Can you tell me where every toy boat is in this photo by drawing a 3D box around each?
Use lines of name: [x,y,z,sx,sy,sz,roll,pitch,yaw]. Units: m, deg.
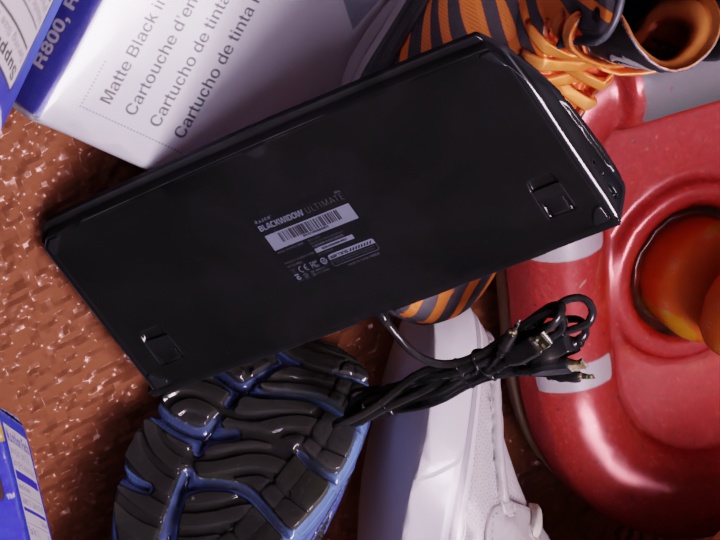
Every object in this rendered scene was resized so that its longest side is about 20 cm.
toy boat: [0.126,0.007,0.976,0.130,0.131,0.201,-17,117,-20]

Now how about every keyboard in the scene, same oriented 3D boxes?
keyboard: [0.000,0.000,0.893,0.127,0.199,0.021,54,37,-22]

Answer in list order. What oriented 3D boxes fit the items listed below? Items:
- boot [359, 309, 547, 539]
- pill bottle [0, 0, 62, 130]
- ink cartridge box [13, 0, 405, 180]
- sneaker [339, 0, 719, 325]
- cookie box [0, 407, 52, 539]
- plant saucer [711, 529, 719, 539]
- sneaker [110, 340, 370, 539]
boot: [0.052,0.113,0.980,0.095,0.074,0.201,5,90,-15]
pill bottle: [-0.139,-0.087,0.766,0.112,0.112,0.201,39,62,-34]
ink cartridge box: [-0.031,-0.124,0.894,0.199,0.041,0.200,23,99,-32]
sneaker: [0.058,-0.064,0.874,0.077,0.112,0.201,4,110,-34]
cookie box: [-0.166,0.158,0.845,0.170,0.075,0.201,-15,81,-4]
plant saucer: [0.125,0.173,0.983,0.200,0.032,0.201,-50,149,-47]
sneaker: [-0.057,0.112,0.956,0.201,0.075,0.079,-59,161,-17]
